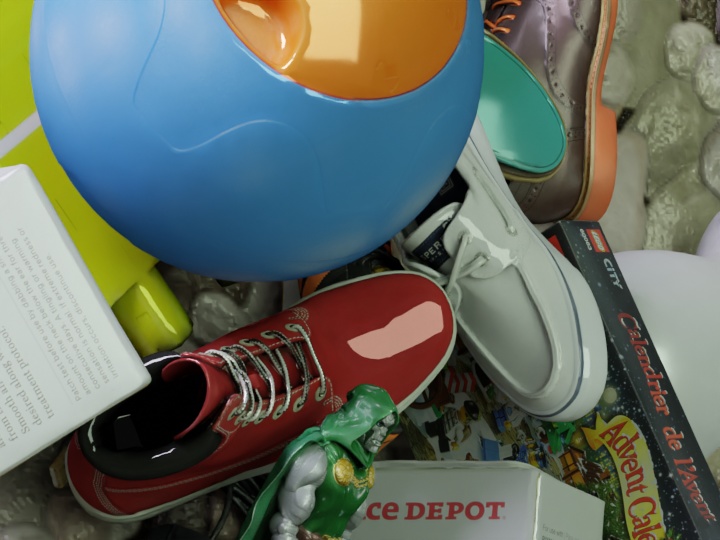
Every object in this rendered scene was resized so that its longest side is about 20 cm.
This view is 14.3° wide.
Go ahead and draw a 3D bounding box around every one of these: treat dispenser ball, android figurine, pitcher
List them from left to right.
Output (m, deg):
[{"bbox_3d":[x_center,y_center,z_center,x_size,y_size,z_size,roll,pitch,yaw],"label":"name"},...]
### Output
[{"bbox_3d":[-0.127,-0.062,1.344,0.200,0.041,0.182,54,55,-15],"label":"android figurine"},{"bbox_3d":[-0.045,-0.096,1.262,0.200,0.200,0.202,9,74,-34],"label":"treat dispenser ball"},{"bbox_3d":[0.166,0.067,1.540,0.200,0.121,0.173,-22,110,-47],"label":"pitcher"}]

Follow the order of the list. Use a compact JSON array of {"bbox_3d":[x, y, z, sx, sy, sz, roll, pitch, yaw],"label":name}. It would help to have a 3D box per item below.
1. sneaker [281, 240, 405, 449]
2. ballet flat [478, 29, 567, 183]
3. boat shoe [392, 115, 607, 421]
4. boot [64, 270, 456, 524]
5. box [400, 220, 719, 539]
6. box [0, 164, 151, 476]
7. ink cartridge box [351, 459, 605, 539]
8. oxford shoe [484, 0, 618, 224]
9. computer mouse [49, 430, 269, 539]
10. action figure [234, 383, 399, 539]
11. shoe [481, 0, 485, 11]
[{"bbox_3d":[0.000,0.000,1.438,0.070,0.090,0.201,12,73,-33],"label":"sneaker"},{"bbox_3d":[0.021,-0.111,1.492,0.200,0.063,0.069,36,68,-19],"label":"ballet flat"},{"bbox_3d":[0.047,-0.011,1.399,0.065,0.074,0.200,0,51,-52],"label":"boat shoe"},{"bbox_3d":[-0.037,0.048,1.299,0.199,0.144,0.073,-26,81,-14],"label":"boot"},{"bbox_3d":[0.098,0.095,1.427,0.038,0.136,0.201,-1,63,-52],"label":"box"},{"bbox_3d":[-0.210,0.051,1.199,0.199,0.152,0.107,-32,99,-13],"label":"box"},{"bbox_3d":[0.033,0.197,1.369,0.083,0.145,0.201,26,66,-55],"label":"ink cartridge box"},{"bbox_3d":[0.092,-0.125,1.549,0.072,0.071,0.201,1,79,-31],"label":"oxford shoe"},{"bbox_3d":[-0.101,0.146,1.359,0.140,0.046,0.200,47,57,-19],"label":"computer mouse"},{"bbox_3d":[-0.036,0.141,1.300,0.118,0.055,0.201,9,107,-63],"label":"action figure"},{"bbox_3d":[-0.013,-0.154,1.399,0.199,0.053,0.070,20,91,-34],"label":"shoe"}]
